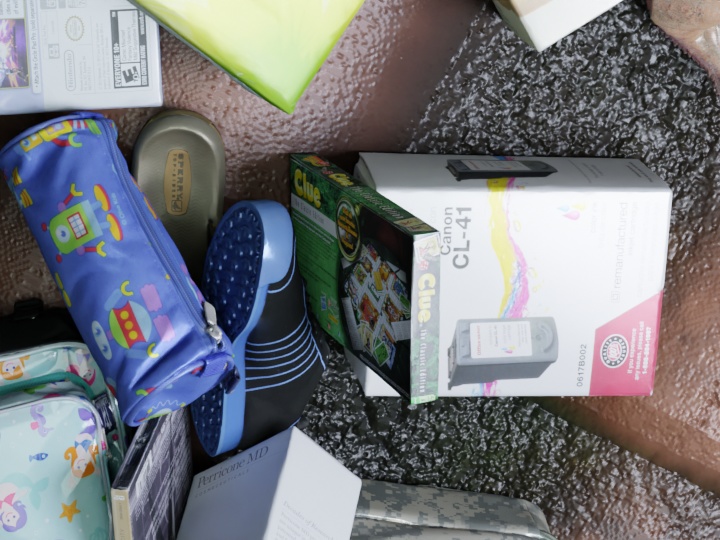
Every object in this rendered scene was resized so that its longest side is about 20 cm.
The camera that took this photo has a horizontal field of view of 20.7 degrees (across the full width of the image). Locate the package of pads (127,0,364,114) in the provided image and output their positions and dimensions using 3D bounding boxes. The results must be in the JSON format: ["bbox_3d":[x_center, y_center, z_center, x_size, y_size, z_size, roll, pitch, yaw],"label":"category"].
[{"bbox_3d":[-0.079,-0.213,1.183,0.200,0.068,0.155,36,88,-32],"label":"package of pads"}]

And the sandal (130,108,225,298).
[{"bbox_3d":[-0.116,-0.003,1.280,0.080,0.054,0.201,-2,112,-8],"label":"sandal"}]

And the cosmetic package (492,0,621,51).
[{"bbox_3d":[0.081,-0.244,1.211,0.071,0.105,0.201,-31,108,2],"label":"cosmetic package"}]

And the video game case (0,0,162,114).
[{"bbox_3d":[-0.217,-0.197,1.208,0.180,0.045,0.201,-4,108,-9],"label":"video game case"}]

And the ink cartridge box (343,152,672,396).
[{"bbox_3d":[0.095,0.004,1.302,0.198,0.086,0.149,-1,108,-10],"label":"ink cartridge box"}]

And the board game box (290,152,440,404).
[{"bbox_3d":[0.000,0.000,1.225,0.023,0.200,0.106,-9,110,-20],"label":"board game box"}]

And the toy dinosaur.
[{"bbox_3d":[0.211,-0.198,1.262,0.134,0.086,0.201,0,124,2],"label":"toy dinosaur"}]

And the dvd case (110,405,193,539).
[{"bbox_3d":[-0.131,0.182,1.274,0.016,0.149,0.201,3,118,8],"label":"dvd case"}]

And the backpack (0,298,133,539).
[{"bbox_3d":[-0.226,0.141,1.268,0.176,0.151,0.201,-11,114,-6],"label":"backpack"}]

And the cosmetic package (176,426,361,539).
[{"bbox_3d":[-0.071,0.206,1.234,0.101,0.201,0.074,-29,124,34],"label":"cosmetic package"}]

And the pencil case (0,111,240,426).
[{"bbox_3d":[-0.149,-0.004,1.219,0.087,0.078,0.201,-33,78,25],"label":"pencil case"}]

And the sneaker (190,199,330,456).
[{"bbox_3d":[-0.057,0.033,1.260,0.077,0.070,0.201,-11,135,-28],"label":"sneaker"}]

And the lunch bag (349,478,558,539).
[{"bbox_3d":[0.042,0.236,1.323,0.199,0.168,0.140,9,106,-11],"label":"lunch bag"}]
